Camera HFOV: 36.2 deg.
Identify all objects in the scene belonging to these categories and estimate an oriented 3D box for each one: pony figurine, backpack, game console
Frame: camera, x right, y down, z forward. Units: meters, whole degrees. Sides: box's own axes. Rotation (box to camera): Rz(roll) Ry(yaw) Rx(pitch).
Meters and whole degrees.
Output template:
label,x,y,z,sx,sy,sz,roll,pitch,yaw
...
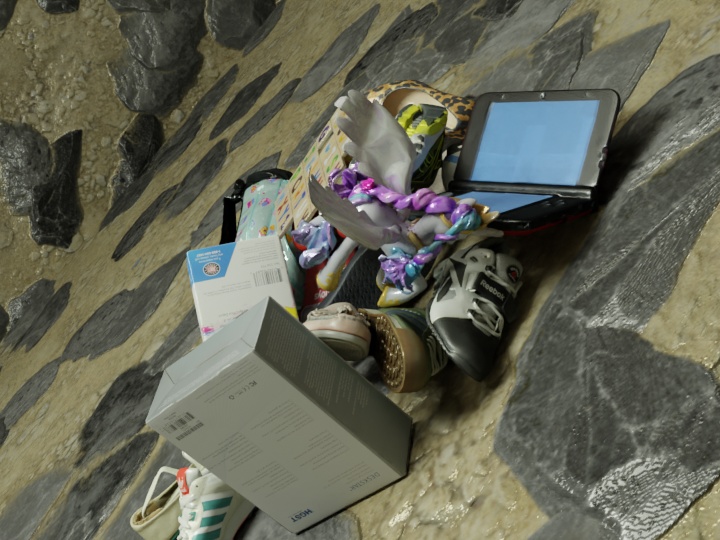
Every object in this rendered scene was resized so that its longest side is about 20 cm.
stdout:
label,x,y,z,sx,sy,sz,roll,pitch,yaw
pony figurine,0.017,-0.052,1.072,0.200,0.193,0.167,-39,23,49
backpack,-0.108,-0.032,1.506,0.126,0.167,0.201,-28,33,29
game console,0.143,-0.115,1.136,0.172,0.120,0.199,-18,16,-39

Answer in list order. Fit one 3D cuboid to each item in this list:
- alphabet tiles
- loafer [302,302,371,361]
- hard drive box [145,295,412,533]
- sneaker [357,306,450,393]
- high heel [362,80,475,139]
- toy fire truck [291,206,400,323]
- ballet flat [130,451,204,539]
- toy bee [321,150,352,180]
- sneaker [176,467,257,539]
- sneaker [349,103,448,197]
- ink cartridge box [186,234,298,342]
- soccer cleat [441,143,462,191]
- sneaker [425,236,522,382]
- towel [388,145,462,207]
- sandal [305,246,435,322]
label,x,y,z,sx,sy,sz,roll,pitch,yaw
alphabet tiles,-0.056,-0.116,1.347,0.168,0.008,0.200,-54,17,15
loafer,-0.029,0.058,1.114,0.200,0.071,0.063,130,155,-74
hard drive box,-0.074,0.143,1.044,0.156,0.200,0.077,-33,26,30
sneaker,0.058,0.070,1.080,0.200,0.089,0.068,-147,57,-75
high heel,0.064,-0.207,1.433,0.199,0.072,0.143,5,14,12
toy fire truck,0.000,0.000,1.314,0.199,0.112,0.169,-13,67,48
ballet flat,-0.194,0.235,1.271,0.200,0.069,0.070,-50,20,8
toy bee,0.024,-0.116,1.402,0.131,0.199,0.109,26,104,35
sneaker,-0.174,0.261,1.175,0.070,0.093,0.200,-15,37,54
sneaker,0.053,-0.115,1.247,0.074,0.085,0.200,10,38,29
ink cartridge box,-0.133,0.069,1.320,0.115,0.201,0.067,-11,-11,-11
soccer cleat,0.182,-0.120,1.240,0.199,0.070,0.087,-20,65,33
sneaker,0.117,0.025,1.070,0.088,0.074,0.200,-39,22,23
towel,0.086,-0.093,1.399,0.200,0.034,0.133,-30,26,39
sandal,0.004,0.015,1.215,0.200,0.076,0.043,-44,25,22
